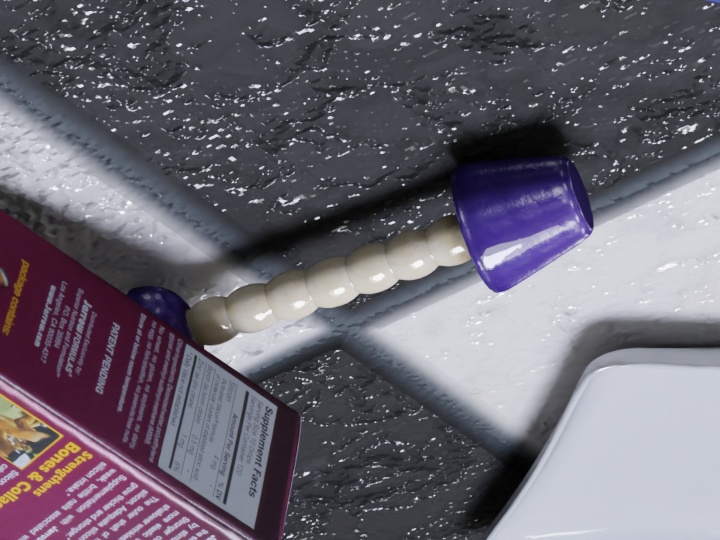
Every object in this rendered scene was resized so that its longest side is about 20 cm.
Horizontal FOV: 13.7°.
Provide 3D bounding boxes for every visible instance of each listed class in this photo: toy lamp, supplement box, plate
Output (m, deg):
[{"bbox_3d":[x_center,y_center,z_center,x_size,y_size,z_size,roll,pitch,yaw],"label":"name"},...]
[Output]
[{"bbox_3d":[0.000,0.000,1.265,0.199,0.058,0.058,-20,147,12],"label":"toy lamp"},{"bbox_3d":[-0.136,0.063,1.231,0.200,0.086,0.110,35,129,-23],"label":"supplement box"},{"bbox_3d":[0.171,0.089,1.483,0.199,0.032,0.200,1,146,-18],"label":"plate"}]

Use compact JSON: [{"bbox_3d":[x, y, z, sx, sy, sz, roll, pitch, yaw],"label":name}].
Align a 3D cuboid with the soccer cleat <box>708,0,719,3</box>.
[{"bbox_3d":[0.196,-0.162,1.086,0.200,0.065,0.084,-30,174,20],"label":"soccer cleat"}]
